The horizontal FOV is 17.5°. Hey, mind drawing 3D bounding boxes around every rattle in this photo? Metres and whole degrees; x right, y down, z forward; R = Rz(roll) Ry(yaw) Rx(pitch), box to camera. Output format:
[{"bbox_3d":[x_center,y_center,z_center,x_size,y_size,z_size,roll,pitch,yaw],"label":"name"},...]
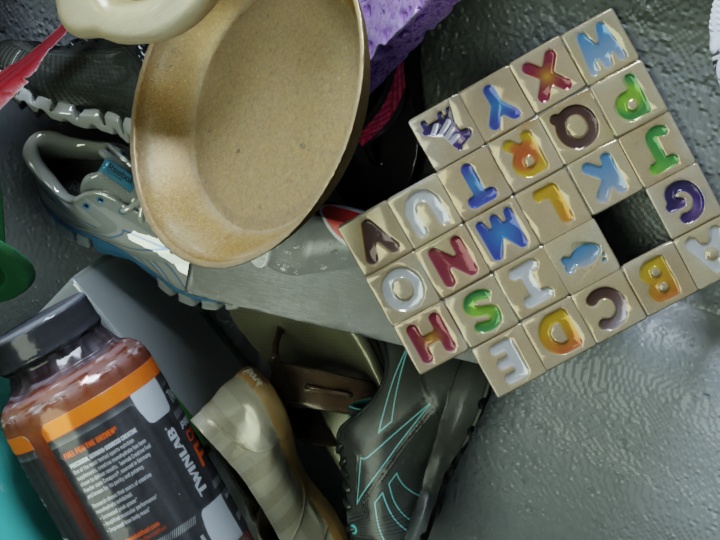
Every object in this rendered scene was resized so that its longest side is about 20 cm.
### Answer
[{"bbox_3d":[-0.080,-0.204,1.351,0.200,0.143,0.131,-20,77,27],"label":"rattle"}]

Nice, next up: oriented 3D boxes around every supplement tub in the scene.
[{"bbox_3d":[-0.155,0.116,1.469,0.107,0.107,0.200,-23,99,38],"label":"supplement tub"}]

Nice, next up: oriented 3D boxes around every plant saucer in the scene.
[{"bbox_3d":[-0.056,-0.097,1.343,0.200,0.035,0.201,-16,68,44],"label":"plant saucer"}]

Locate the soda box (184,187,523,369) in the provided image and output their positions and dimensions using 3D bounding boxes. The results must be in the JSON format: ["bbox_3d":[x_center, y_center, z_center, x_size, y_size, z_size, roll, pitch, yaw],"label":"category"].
[{"bbox_3d":[0.000,0.000,1.407,0.199,0.063,0.071,13,101,11],"label":"soda box"}]

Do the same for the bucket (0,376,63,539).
[{"bbox_3d":[-0.272,0.166,1.510,0.135,0.207,0.207,-29,95,31],"label":"bucket"}]

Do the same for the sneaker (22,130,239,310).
[{"bbox_3d":[-0.135,-0.037,1.488,0.200,0.075,0.087,19,161,22],"label":"sneaker"}]

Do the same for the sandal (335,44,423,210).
[{"bbox_3d":[0.002,-0.122,1.397,0.075,0.045,0.200,20,122,24],"label":"sandal"}]

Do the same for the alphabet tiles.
[{"bbox_3d":[0.096,-0.029,1.344,0.200,0.008,0.167,-29,96,9],"label":"alphabet tiles"}]

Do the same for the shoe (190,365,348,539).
[{"bbox_3d":[-0.059,0.144,1.522,0.070,0.053,0.200,33,154,43],"label":"shoe"}]

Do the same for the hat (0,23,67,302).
[{"bbox_3d":[-0.271,-0.083,1.483,0.199,0.177,0.166,5,161,-2],"label":"hat"}]

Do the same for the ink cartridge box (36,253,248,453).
[{"bbox_3d":[-0.179,0.095,1.594,0.147,0.083,0.200,49,129,3],"label":"ink cartridge box"}]

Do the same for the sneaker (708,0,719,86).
[{"bbox_3d":[0.257,-0.084,1.237,0.075,0.115,0.200,-35,57,38],"label":"sneaker"}]

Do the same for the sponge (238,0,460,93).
[{"bbox_3d":[-0.013,-0.159,1.363,0.200,0.030,0.112,-43,62,38],"label":"sponge"}]

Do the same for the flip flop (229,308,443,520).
[{"bbox_3d":[-0.019,0.089,1.504,0.081,0.058,0.200,-26,97,38],"label":"flip flop"}]

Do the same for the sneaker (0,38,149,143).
[{"bbox_3d":[-0.152,-0.129,1.485,0.200,0.066,0.091,23,106,33],"label":"sneaker"}]

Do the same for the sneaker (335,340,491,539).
[{"bbox_3d":[0.019,0.126,1.463,0.079,0.075,0.200,22,100,3],"label":"sneaker"}]
